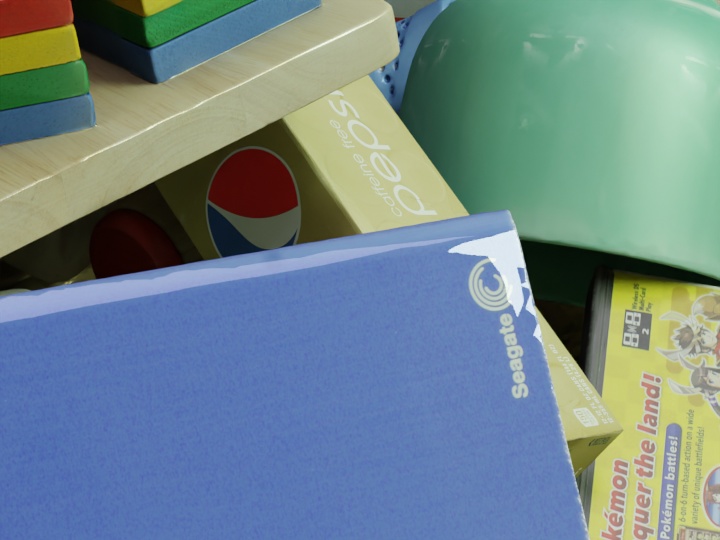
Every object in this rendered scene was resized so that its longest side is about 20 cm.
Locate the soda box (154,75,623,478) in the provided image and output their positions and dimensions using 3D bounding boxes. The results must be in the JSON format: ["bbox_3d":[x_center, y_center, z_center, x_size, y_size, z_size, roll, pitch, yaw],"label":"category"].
[{"bbox_3d":[0.000,0.000,0.773,0.068,0.064,0.200,-3,52,-50],"label":"soda box"}]

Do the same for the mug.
[{"bbox_3d":[0.106,-0.050,0.870,0.185,0.115,0.152,11,-8,-11],"label":"mug"}]

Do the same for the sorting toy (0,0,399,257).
[{"bbox_3d":[-0.128,-0.089,0.719,0.199,0.070,0.200,-29,37,-30],"label":"sorting toy"}]

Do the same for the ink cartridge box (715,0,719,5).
[{"bbox_3d":[0.131,-0.191,1.099,0.200,0.068,0.115,19,27,-34],"label":"ink cartridge box"}]

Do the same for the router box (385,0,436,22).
[{"bbox_3d":[-0.020,-0.170,1.008,0.200,0.180,0.049,2,61,-10],"label":"router box"}]

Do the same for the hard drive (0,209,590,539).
[{"bbox_3d":[-0.034,0.062,0.651,0.200,0.025,0.132,-10,82,-21],"label":"hard drive"}]

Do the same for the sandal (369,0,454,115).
[{"bbox_3d":[0.034,-0.088,0.992,0.200,0.087,0.080,15,38,11],"label":"sandal"}]

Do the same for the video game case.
[{"bbox_3d":[0.159,0.100,0.763,0.180,0.026,0.200,10,57,0],"label":"video game case"}]

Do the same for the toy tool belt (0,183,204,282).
[{"bbox_3d":[-0.106,-0.057,0.886,0.200,0.125,0.123,26,44,31],"label":"toy tool belt"}]

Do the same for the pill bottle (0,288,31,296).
[{"bbox_3d":[-0.191,0.071,0.706,0.200,0.114,0.114,-13,42,-26],"label":"pill bottle"}]
